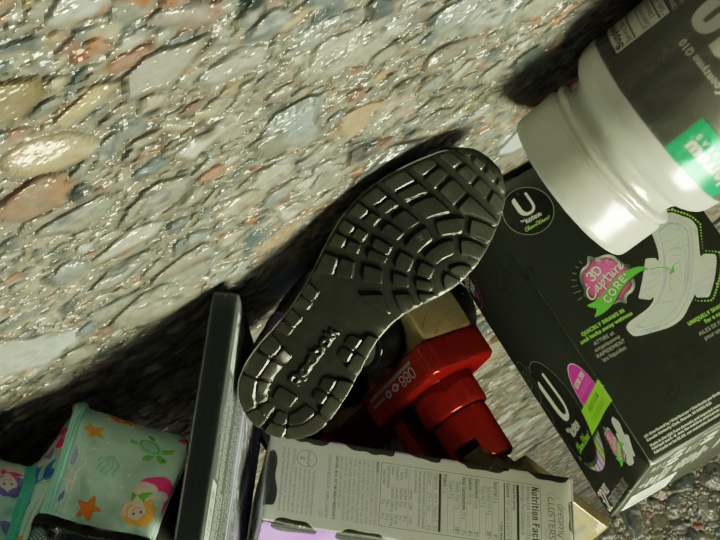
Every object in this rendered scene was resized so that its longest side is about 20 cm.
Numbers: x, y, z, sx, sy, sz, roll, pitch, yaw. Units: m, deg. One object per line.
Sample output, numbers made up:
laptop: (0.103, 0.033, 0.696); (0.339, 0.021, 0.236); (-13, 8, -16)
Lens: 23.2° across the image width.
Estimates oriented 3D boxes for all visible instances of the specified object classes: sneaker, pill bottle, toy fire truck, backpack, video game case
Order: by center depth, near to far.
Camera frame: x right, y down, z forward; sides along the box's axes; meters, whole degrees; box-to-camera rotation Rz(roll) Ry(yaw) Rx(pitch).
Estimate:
pill bottle: (0.190, -0.104, 0.948); (0.200, 0.113, 0.113); (-39, 162, 19)
backpack: (-0.170, 0.178, 0.995); (0.178, 0.150, 0.200); (114, -3, -55)
sneaker: (0.000, 0.000, 1.014); (0.200, 0.076, 0.088); (-47, -167, 11)
video game case: (-0.080, 0.110, 1.048); (0.019, 0.143, 0.200); (6, 162, 3)
toy fire truck: (0.053, 0.127, 1.196); (0.129, 0.200, 0.176); (-15, 156, -44)

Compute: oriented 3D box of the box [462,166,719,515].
box: (0.169, 0.031, 1.134); (0.124, 0.200, 0.149); (-28, 163, -12)

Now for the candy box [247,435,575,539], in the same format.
candy box: (0.024, 0.195, 1.149); (0.200, 0.072, 0.168); (9, 138, -7)
